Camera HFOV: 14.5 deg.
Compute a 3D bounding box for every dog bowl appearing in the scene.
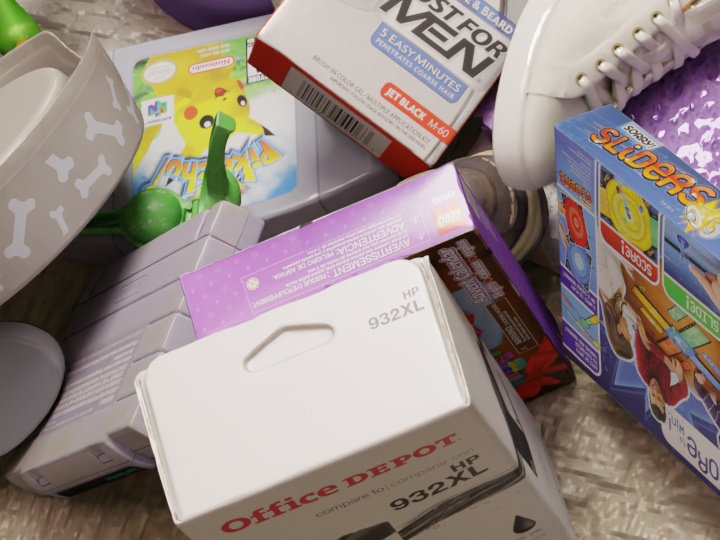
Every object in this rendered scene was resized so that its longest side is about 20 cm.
[{"bbox_3d":[-0.194,-0.040,1.452,0.200,0.059,0.200,-36,20,16],"label":"dog bowl"}]

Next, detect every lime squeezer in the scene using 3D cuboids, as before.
[{"bbox_3d":[-0.108,-0.034,1.470,0.200,0.071,0.038,-20,72,45],"label":"lime squeezer"}]

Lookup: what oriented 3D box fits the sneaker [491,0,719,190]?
[{"bbox_3d":[0.135,-0.119,1.350,0.085,0.073,0.200,20,70,32],"label":"sneaker"}]

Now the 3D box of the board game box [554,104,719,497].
[{"bbox_3d":[0.155,0.028,1.279,0.034,0.135,0.200,-21,38,-21],"label":"board game box"}]

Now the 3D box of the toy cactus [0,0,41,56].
[{"bbox_3d":[-0.232,-0.172,1.605,0.165,0.102,0.200,8,55,18],"label":"toy cactus"}]

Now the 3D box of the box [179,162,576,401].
[{"bbox_3d":[0.013,0.029,1.344,0.137,0.200,0.039,-22,63,9],"label":"box"}]

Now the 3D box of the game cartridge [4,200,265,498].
[{"bbox_3d":[-0.115,0.046,1.414,0.200,0.038,0.130,-24,46,64],"label":"game cartridge"}]

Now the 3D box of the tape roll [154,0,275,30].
[{"bbox_3d":[-0.054,-0.234,1.583,0.200,0.085,0.200,-10,60,17],"label":"tape roll"}]

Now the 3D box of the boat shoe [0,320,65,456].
[{"bbox_3d":[-0.236,0.076,1.490,0.202,0.075,0.086,-35,21,20],"label":"boat shoe"}]

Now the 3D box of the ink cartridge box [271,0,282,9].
[{"bbox_3d":[0.015,-0.201,1.476,0.161,0.050,0.200,-24,96,-10],"label":"ink cartridge box"}]

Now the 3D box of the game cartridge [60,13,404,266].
[{"bbox_3d":[-0.074,-0.071,1.532,0.200,0.040,0.133,-12,63,15],"label":"game cartridge"}]

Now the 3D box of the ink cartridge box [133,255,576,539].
[{"bbox_3d":[0.003,0.093,1.312,0.145,0.200,0.084,-23,59,8],"label":"ink cartridge box"}]

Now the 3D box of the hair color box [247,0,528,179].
[{"bbox_3d":[0.046,-0.157,1.426,0.111,0.064,0.200,36,79,-2],"label":"hair color box"}]

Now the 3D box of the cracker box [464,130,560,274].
[{"bbox_3d":[0.162,-0.047,1.414,0.200,0.058,0.134,24,74,31],"label":"cracker box"}]

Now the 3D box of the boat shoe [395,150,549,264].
[{"bbox_3d":[0.000,0.000,1.408,0.200,0.073,0.075,-38,66,27],"label":"boat shoe"}]

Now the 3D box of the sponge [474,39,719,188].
[{"bbox_3d":[0.165,-0.068,1.372,0.200,0.030,0.112,33,77,33],"label":"sponge"}]
